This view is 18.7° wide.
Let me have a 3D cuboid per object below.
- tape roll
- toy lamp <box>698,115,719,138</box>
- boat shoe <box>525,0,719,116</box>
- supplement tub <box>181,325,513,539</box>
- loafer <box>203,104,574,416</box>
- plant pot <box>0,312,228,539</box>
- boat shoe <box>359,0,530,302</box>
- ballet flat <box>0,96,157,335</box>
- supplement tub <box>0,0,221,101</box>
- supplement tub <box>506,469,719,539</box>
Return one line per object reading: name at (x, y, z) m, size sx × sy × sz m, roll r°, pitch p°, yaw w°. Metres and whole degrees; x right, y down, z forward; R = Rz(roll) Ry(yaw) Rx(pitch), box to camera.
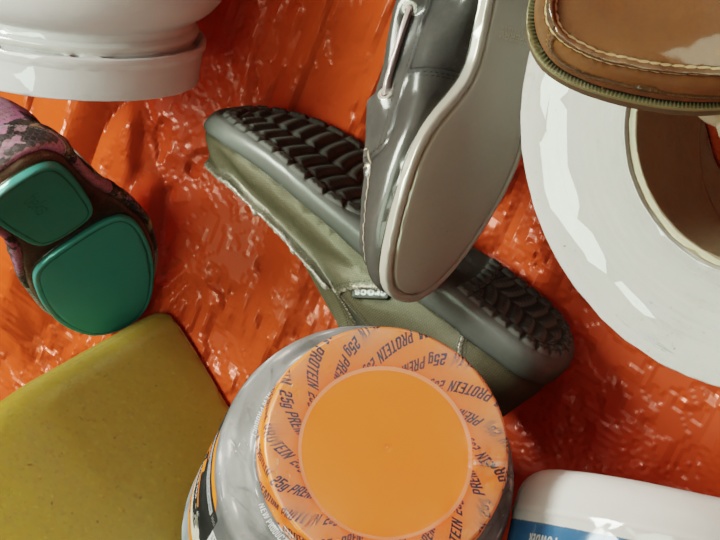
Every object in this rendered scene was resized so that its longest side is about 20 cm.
tape roll at (0.165, -0.057, 0.849) m, size 0.202 × 0.071 × 0.203 m, roll 9°, pitch 107°, yaw 32°
toy lamp at (0.144, -0.046, 0.791) m, size 0.200 × 0.058 × 0.058 m, roll 52°, pitch 123°, yaw 10°
boat shoe at (0.155, -0.094, 0.735) m, size 0.199 × 0.068 × 0.072 m, roll -1°, pitch 81°, yaw 4°
supplement tub at (-0.007, 0.096, 0.916) m, size 0.123 × 0.122 × 0.200 m, roll 56°, pitch 161°, yaw 9°
loafer at (0.000, 0.000, 0.968) m, size 0.200 × 0.075 × 0.070 m, roll 40°, pitch 116°, yaw 18°
plant pot at (-0.158, 0.168, 1.038) m, size 0.194 × 0.200 × 0.196 m, roll -38°, pitch 81°, yaw 34°
boat shoe at (0.037, -0.087, 0.913) m, size 0.057 × 0.067 × 0.201 m, roll 22°, pitch 93°, yaw 41°
ballet flat at (-0.145, -0.034, 1.008) m, size 0.069 × 0.200 × 0.071 m, roll -32°, pitch 68°, yaw -1°
supplement tub at (-0.123, -0.186, 0.959) m, size 0.145 × 0.145 × 0.201 m, roll 17°, pitch 111°, yaw 29°
supplement tub at (0.114, 0.189, 0.864) m, size 0.144 × 0.145 × 0.201 m, roll 8°, pitch 81°, yaw 31°
